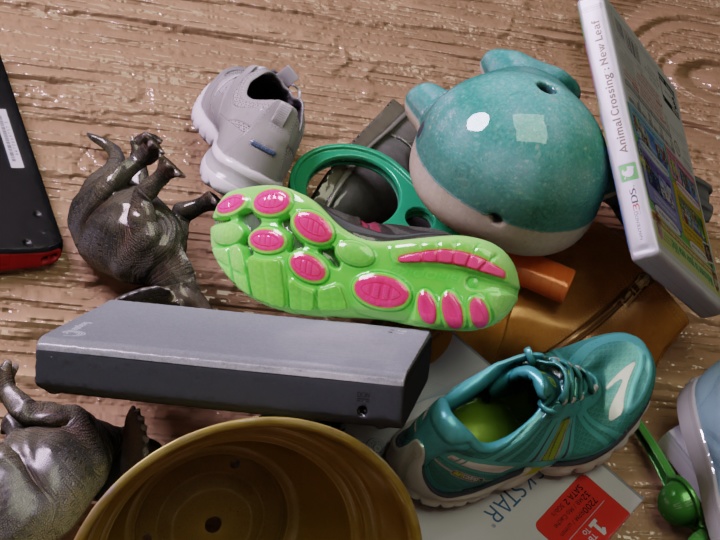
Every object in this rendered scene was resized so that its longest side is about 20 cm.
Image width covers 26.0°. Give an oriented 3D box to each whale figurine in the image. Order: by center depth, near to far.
[{"bbox_3d":[0.109,-0.100,1.039,0.159,0.104,0.200,22,39,0],"label":"whale figurine"}]

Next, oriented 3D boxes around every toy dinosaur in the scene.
[{"bbox_3d":[-0.188,0.117,0.869,0.102,0.077,0.200,32,42,23],"label":"toy dinosaur"},{"bbox_3d":[-0.153,-0.035,1.013,0.200,0.102,0.077,43,4,33],"label":"toy dinosaur"}]

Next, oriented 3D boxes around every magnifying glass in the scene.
[{"bbox_3d":[0.046,-0.027,1.034,0.200,0.022,0.080,22,52,8],"label":"magnifying glass"}]

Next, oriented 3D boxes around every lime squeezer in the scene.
[{"bbox_3d":[0.198,0.169,1.037,0.071,0.038,0.200,-2,47,15],"label":"lime squeezer"}]

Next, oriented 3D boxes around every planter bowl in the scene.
[{"bbox_3d":[-0.073,0.156,0.858,0.200,0.201,0.083,3,19,-21],"label":"planter bowl"}]

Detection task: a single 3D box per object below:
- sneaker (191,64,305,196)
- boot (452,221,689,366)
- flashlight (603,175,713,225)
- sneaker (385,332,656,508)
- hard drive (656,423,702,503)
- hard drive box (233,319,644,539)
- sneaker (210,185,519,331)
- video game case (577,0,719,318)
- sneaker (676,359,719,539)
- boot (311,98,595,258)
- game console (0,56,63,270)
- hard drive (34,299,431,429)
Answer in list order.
[{"bbox_3d":[-0.064,-0.107,1.075,0.075,0.082,0.200,29,17,-20],"label":"sneaker"},{"bbox_3d":[0.115,0.016,1.064,0.201,0.071,0.144,40,74,-1],"label":"boot"},{"bbox_3d":[0.169,-0.079,1.180,0.200,0.068,0.068,25,48,-13],"label":"flashlight"},{"bbox_3d":[0.108,0.082,0.927,0.200,0.080,0.078,-21,63,-35],"label":"sneaker"},{"bbox_3d":[0.314,0.171,1.082,0.132,0.027,0.200,-20,63,-34],"label":"hard drive"},{"bbox_3d":[0.047,0.135,0.964,0.200,0.077,0.156,41,49,12],"label":"hard drive box"},{"bbox_3d":[0.000,0.000,0.967,0.200,0.084,0.077,16,87,12],"label":"sneaker"},{"bbox_3d":[0.202,-0.072,1.070,0.200,0.022,0.182,27,51,-63],"label":"video game case"},{"bbox_3d":[0.269,0.138,1.012,0.074,0.082,0.200,4,51,-31],"label":"sneaker"},{"bbox_3d":[0.069,-0.024,1.119,0.200,0.073,0.182,38,50,1],"label":"boot"},{"bbox_3d":[-0.304,-0.077,1.025,0.177,0.031,0.200,-4,55,-31],"label":"game console"},{"bbox_3d":[-0.066,0.051,0.883,0.200,0.033,0.140,5,9,8],"label":"hard drive"}]
